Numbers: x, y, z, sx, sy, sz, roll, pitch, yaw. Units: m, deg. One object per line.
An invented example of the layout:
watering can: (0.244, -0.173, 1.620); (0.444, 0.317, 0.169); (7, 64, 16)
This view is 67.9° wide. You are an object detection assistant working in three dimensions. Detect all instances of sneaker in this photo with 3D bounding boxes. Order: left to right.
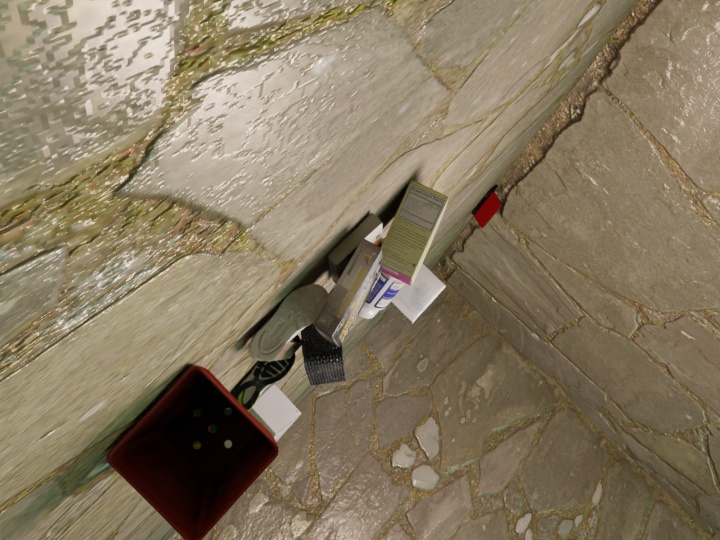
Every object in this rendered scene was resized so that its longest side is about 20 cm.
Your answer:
sneaker: (-0.239, 0.261, 1.319); (0.199, 0.074, 0.081); (-42, 180, -1)
sneaker: (-0.147, 0.101, 1.074); (0.199, 0.077, 0.080); (-40, -178, -23)

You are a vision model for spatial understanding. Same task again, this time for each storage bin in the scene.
storage bin: (-0.088, 0.183, 1.283); (0.092, 0.138, 0.201); (-7, 153, -2)

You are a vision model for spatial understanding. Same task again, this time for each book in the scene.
book: (-0.011, -0.036, 1.179); (0.133, 0.048, 0.200); (-44, 169, -11)

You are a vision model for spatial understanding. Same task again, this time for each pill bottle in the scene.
pill bottle: (0.055, 0.046, 1.612); (0.201, 0.116, 0.115); (-53, 169, 33)

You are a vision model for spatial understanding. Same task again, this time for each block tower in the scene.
block tower: (-0.178, 0.162, 1.193); (0.058, 0.054, 0.200); (-48, 172, 0)

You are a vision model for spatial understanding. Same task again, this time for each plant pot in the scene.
plant pot: (-0.270, 0.295, 0.928); (0.200, 0.200, 0.176); (-45, -178, -6)

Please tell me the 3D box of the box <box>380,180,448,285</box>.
box: (0.121, -0.082, 1.265); (0.203, 0.095, 0.176); (-64, 172, -3)

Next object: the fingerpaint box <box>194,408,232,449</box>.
fingerpaint box: (-0.350, 0.360, 1.157); (0.167, 0.073, 0.201); (-45, 170, -23)

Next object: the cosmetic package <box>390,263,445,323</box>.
cosmetic package: (0.206, 0.071, 2.161); (0.200, 0.199, 0.123); (-46, 171, -3)

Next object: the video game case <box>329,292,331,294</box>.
video game case: (0.000, 0.000, 1.450); (0.201, 0.022, 0.182); (-51, 171, 19)

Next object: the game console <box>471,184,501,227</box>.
game console: (0.760, -0.379, 3.145); (0.172, 0.119, 0.201); (-36, 166, -50)

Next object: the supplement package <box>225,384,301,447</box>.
supplement package: (-0.303, 0.438, 1.473); (0.201, 0.147, 0.191); (-49, 171, 10)

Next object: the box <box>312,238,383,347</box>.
box: (-0.020, 0.051, 1.110); (0.202, 0.048, 0.159); (-60, 170, -13)
